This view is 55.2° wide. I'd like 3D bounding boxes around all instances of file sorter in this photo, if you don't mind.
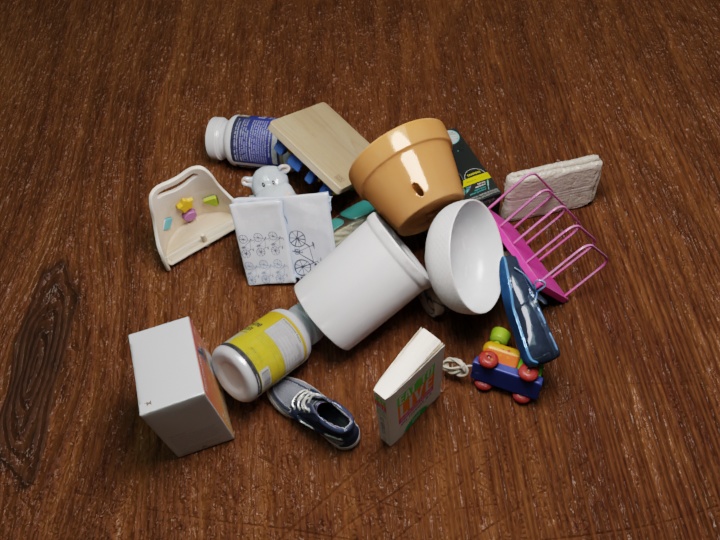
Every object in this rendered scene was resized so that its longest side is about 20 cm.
[{"bbox_3d":[0.350,-0.065,1.298,0.125,0.139,0.200,-42,56,19],"label":"file sorter"}]

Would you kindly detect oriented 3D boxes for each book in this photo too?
[{"bbox_3d":[0.078,0.199,1.139,0.048,0.200,0.134,36,67,25],"label":"book"}]

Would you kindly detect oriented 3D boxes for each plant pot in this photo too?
[{"bbox_3d":[0.097,-0.157,1.248,0.199,0.200,0.140,-25,73,-11],"label":"plant pot"}]

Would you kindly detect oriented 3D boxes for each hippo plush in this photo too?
[{"bbox_3d":[-0.151,-0.148,1.416,0.158,0.161,0.201,-16,56,-5],"label":"hippo plush"}]

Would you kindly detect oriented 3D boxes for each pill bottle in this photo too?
[{"bbox_3d":[-0.237,-0.287,1.544,0.199,0.116,0.116,7,57,10],"label":"pill bottle"},{"bbox_3d":[-0.159,0.139,1.238,0.112,0.112,0.200,33,45,24],"label":"pill bottle"}]

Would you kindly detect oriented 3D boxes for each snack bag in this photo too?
[{"bbox_3d":[-0.143,-0.058,1.346,0.199,0.189,0.021,-3,28,7],"label":"snack bag"}]

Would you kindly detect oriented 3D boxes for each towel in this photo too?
[{"bbox_3d":[0.384,-0.166,1.392,0.199,0.133,0.035,-11,55,-2],"label":"towel"}]

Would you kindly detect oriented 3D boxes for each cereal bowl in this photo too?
[{"bbox_3d":[0.173,-0.021,1.211,0.083,0.200,0.201,-6,50,39],"label":"cereal bowl"}]

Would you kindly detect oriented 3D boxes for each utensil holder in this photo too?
[{"bbox_3d":[0.003,0.021,1.251,0.200,0.170,0.170,-39,59,7],"label":"utensil holder"}]

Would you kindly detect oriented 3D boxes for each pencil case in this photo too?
[{"bbox_3d":[0.205,0.020,1.319,0.199,0.078,0.090,-19,58,-7],"label":"pencil case"}]

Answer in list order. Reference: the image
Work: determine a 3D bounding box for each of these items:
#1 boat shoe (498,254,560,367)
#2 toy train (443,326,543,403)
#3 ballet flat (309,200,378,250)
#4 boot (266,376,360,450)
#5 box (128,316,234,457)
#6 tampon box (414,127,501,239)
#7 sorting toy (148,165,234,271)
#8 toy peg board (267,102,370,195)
[{"bbox_3d":[0.291,0.067,1.194,0.068,0.084,0.201,-11,73,-2],"label":"boat shoe"},{"bbox_3d":[0.234,0.148,1.235,0.199,0.085,0.116,17,49,16],"label":"toy train"},{"bbox_3d":[-0.030,-0.086,1.425,0.199,0.063,0.067,-29,37,-25],"label":"ballet flat"},{"bbox_3d":[-0.086,0.231,1.200,0.199,0.091,0.073,27,63,21],"label":"boot"},{"bbox_3d":[-0.302,0.202,1.175,0.106,0.200,0.153,-17,57,-6],"label":"box"},{"bbox_3d":[0.174,-0.165,1.415,0.149,0.126,0.200,-23,58,-9],"label":"tampon box"},{"bbox_3d":[-0.352,-0.128,1.411,0.199,0.180,0.107,-31,59,-15],"label":"sorting toy"},{"bbox_3d":[-0.080,-0.233,1.445,0.200,0.098,0.199,43,39,7],"label":"toy peg board"}]
